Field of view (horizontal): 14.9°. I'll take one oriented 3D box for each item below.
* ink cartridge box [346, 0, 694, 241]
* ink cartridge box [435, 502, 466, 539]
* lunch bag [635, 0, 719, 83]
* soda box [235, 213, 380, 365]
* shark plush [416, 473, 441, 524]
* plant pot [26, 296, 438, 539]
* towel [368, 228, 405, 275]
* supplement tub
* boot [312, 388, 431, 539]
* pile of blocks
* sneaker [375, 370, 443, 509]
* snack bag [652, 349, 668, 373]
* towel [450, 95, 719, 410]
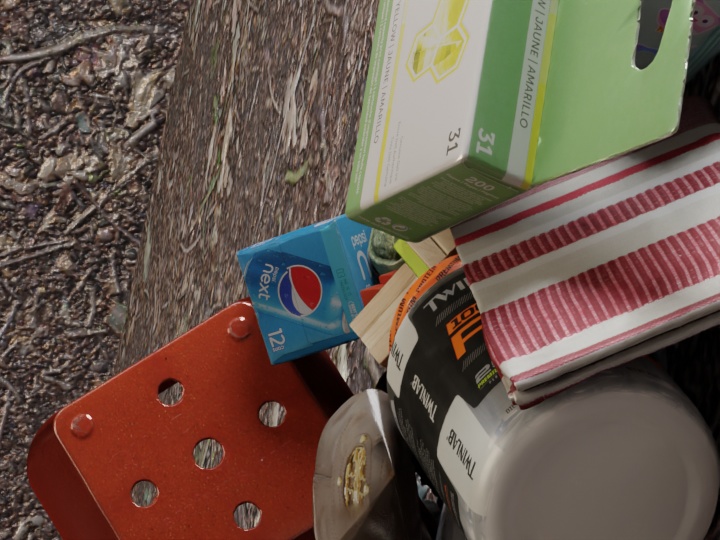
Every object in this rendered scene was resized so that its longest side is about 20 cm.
[{"bbox_3d":[0.075,-0.107,1.278,0.200,0.048,0.146,-24,51,54],"label":"ink cartridge box"},{"bbox_3d":[0.053,0.225,1.463,0.197,0.043,0.200,98,180,-60],"label":"ink cartridge box"},{"bbox_3d":[0.144,-0.188,1.391,0.160,0.077,0.200,126,151,-60],"label":"lunch bag"},{"bbox_3d":[0.000,0.000,1.588,0.200,0.064,0.068,-22,-86,-69],"label":"soda box"},{"bbox_3d":[0.031,0.170,1.805,0.083,0.091,0.200,-59,-7,8],"label":"shark plush"},{"bbox_3d":[-0.078,0.127,1.604,0.200,0.200,0.176,57,174,16],"label":"plant pot"},{"bbox_3d":[0.051,-0.027,1.599,0.200,0.036,0.149,-84,-30,-47],"label":"towel"},{"bbox_3d":[0.085,0.069,1.327,0.200,0.122,0.123,-126,45,-63],"label":"supplement tub"},{"bbox_3d":[-0.003,0.178,1.421,0.200,0.064,0.187,84,-166,-63],"label":"boot"},{"bbox_3d":[0.053,-0.034,1.430,0.062,0.082,0.200,50,129,35],"label":"pile of blocks"},{"bbox_3d":[0.047,0.104,1.627,0.200,0.084,0.075,-93,17,-47],"label":"sneaker"},{"bbox_3d":[0.126,0.012,1.477,0.200,0.021,0.189,126,151,-60],"label":"snack bag"},{"bbox_3d":[0.119,-0.011,1.282,0.200,0.144,0.023,-105,-9,-63],"label":"towel"}]
